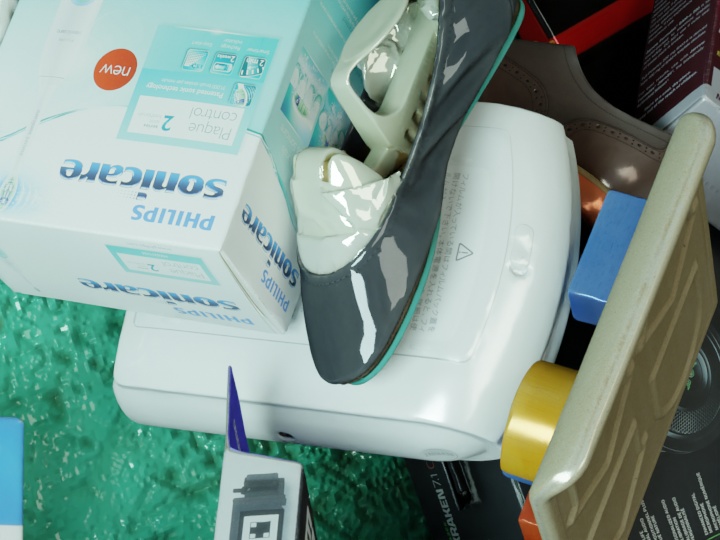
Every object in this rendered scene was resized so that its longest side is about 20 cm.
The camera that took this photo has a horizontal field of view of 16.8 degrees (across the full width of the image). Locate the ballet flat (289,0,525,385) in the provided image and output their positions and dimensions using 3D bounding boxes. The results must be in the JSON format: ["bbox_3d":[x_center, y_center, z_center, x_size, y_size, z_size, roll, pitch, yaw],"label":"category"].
[{"bbox_3d":[0.007,-0.052,1.042,0.073,0.073,0.201,29,74,-24],"label":"ballet flat"}]

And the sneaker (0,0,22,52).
[{"bbox_3d":[-0.192,-0.144,1.097,0.099,0.075,0.201,31,66,-42],"label":"sneaker"}]

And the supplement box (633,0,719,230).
[{"bbox_3d":[0.204,-0.104,1.252,0.109,0.061,0.200,35,40,-18],"label":"supplement box"}]

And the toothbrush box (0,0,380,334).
[{"bbox_3d":[-0.079,-0.085,1.086,0.085,0.146,0.201,53,51,-57],"label":"toothbrush box"}]

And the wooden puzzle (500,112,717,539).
[{"bbox_3d":[0.109,0.049,1.078,0.046,0.200,0.186,18,67,15],"label":"wooden puzzle"}]

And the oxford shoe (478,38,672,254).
[{"bbox_3d":[0.067,-0.085,1.187,0.200,0.071,0.073,38,76,21],"label":"oxford shoe"}]

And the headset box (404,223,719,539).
[{"bbox_3d":[0.112,0.068,1.220,0.199,0.093,0.175,-19,91,-32],"label":"headset box"}]

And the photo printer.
[{"bbox_3d":[0.000,0.000,1.106,0.069,0.199,0.167,46,52,-60],"label":"photo printer"}]

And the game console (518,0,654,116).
[{"bbox_3d":[0.168,-0.149,1.335,0.200,0.031,0.177,-31,93,-32],"label":"game console"}]

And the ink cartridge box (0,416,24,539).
[{"bbox_3d":[-0.219,0.160,1.006,0.146,0.086,0.201,4,78,-31],"label":"ink cartridge box"}]

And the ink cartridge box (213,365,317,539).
[{"bbox_3d":[-0.034,0.177,1.026,0.043,0.199,0.201,-2,47,5],"label":"ink cartridge box"}]
